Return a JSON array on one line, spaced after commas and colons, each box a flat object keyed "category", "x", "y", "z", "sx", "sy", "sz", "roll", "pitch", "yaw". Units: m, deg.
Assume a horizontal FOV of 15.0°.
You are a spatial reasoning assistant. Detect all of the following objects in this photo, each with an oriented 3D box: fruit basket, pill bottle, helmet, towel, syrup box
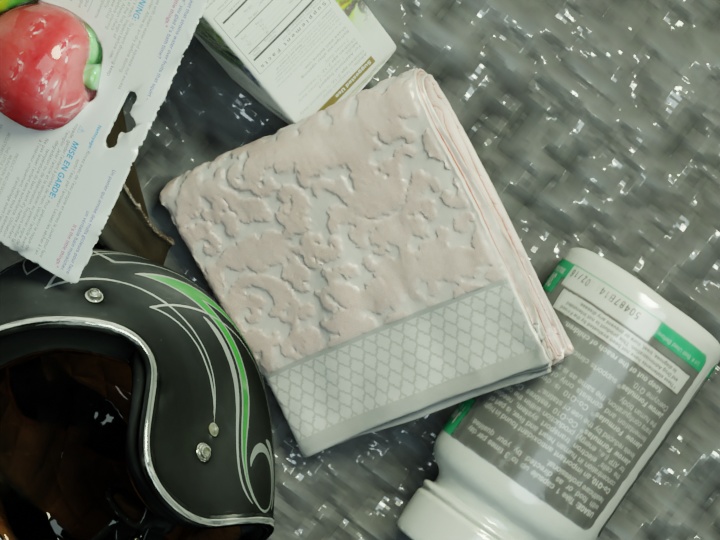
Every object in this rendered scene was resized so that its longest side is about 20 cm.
[{"category": "fruit basket", "x": -0.196, "y": -0.120, "z": 1.466, "sx": 0.200, "sy": 0.094, "sz": 0.185, "roll": 28, "pitch": 109, "yaw": 7}, {"category": "pill bottle", "x": 0.115, "y": 0.096, "z": 1.620, "sx": 0.113, "sy": 0.113, "sz": 0.200, "roll": 35, "pitch": 88, "yaw": -7}, {"category": "helmet", "x": -0.147, "y": 0.083, "z": 1.548, "sx": 0.200, "sy": 0.200, "sz": 0.191, "roll": -20, "pitch": 74, "yaw": -5}, {"category": "towel", "x": 0.000, "y": 0.000, "z": 1.585, "sx": 0.200, "sy": 0.032, "sz": 0.191, "roll": -22, "pitch": 100, "yaw": 33}, {"category": "syrup box", "x": -0.066, "y": -0.166, "z": 1.542, "sx": 0.081, "sy": 0.200, "sz": 0.079, "roll": -47, "pitch": 53, "yaw": -3}]

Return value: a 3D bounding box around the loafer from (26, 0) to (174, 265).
[{"category": "loafer", "x": -0.161, "y": -0.080, "z": 1.581, "sx": 0.071, "sy": 0.073, "sz": 0.200, "roll": -40, "pitch": 118, "yaw": -11}]
